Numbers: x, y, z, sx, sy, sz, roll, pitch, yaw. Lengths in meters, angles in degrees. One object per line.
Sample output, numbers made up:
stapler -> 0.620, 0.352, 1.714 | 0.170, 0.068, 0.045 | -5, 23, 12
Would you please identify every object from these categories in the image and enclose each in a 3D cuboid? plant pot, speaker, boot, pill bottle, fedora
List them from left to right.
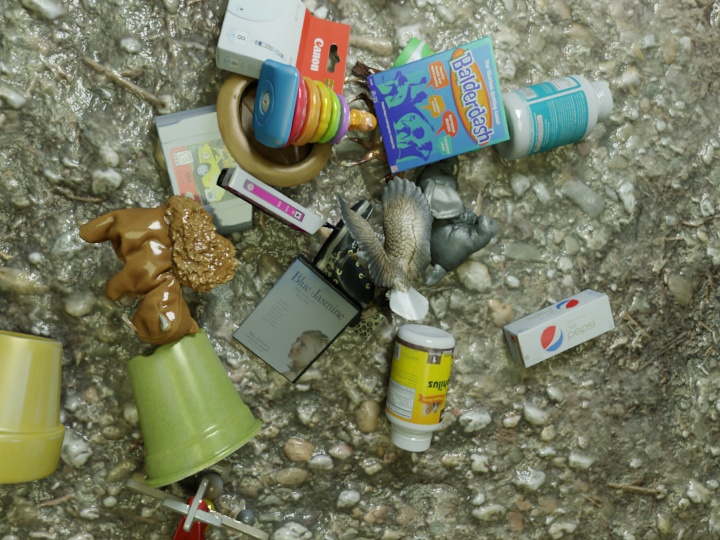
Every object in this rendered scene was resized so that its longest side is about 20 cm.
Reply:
plant pot -> -0.538, 0.192, 0.826 | 0.194, 0.200, 0.196 | 12, 81, -12
plant pot -> -0.279, 0.204, 0.884 | 0.195, 0.200, 0.190 | -22, 91, -7
fedora -> -0.137, -0.225, 0.879 | 0.193, 0.082, 0.209 | 3, 81, -19
boot -> -0.001, 0.000, 0.953 | 0.152, 0.074, 0.206 | 34, 99, -11
pill bottle -> 0.103, 0.208, 0.988 | 0.105, 0.109, 0.208 | 7, 98, -12
speaker -> 0.140, -0.291, 0.924 | 0.198, 0.088, 0.089 | 39, 90, -8
pill bottle -> 0.331, -0.269, 0.959 | 0.193, 0.111, 0.115 | -16, 101, -8

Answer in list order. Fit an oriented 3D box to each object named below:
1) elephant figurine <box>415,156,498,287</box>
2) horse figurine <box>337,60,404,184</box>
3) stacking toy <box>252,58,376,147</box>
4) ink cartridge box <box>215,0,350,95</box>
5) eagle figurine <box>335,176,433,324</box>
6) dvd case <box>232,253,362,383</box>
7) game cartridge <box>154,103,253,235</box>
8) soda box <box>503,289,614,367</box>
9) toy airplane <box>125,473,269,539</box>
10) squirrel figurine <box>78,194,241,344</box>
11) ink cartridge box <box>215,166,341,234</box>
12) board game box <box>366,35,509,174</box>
elephant figurine -> 0.133, -0.113, 0.949 | 0.140, 0.155, 0.203 | -33, 94, 30
horse figurine -> 0.024, -0.248, 0.930 | 0.128, 0.050, 0.209 | 1, 94, -22
stacking toy -> -0.056, -0.231, 0.821 | 0.195, 0.115, 0.113 | 0, 113, -37
ink cartridge box -> -0.111, -0.362, 0.851 | 0.193, 0.047, 0.166 | 11, 64, -11
eagle figurine -> 0.037, -0.027, 0.854 | 0.145, 0.152, 0.207 | 3, 111, 9
dvd case -> -0.108, 0.088, 0.939 | 0.142, 0.018, 0.200 | 39, 111, -13
game cartridge -> -0.245, -0.159, 0.902 | 0.129, 0.041, 0.207 | -15, 101, -13
soda box -> 0.376, 0.108, 1.050 | 0.194, 0.064, 0.070 | -22, 102, -7
toy airplane -> -0.272, 0.399, 0.928 | 0.194, 0.143, 0.204 | -17, 119, 24
squirrel figurine -> -0.282, 0.002, 0.821 | 0.195, 0.142, 0.192 | -24, 74, 2
ink cartridge box -> -0.129, -0.101, 0.879 | 0.196, 0.094, 0.038 | 27, 86, -28
board game box -> 0.122, -0.256, 0.867 | 0.193, 0.045, 0.157 | -14, 109, 12
